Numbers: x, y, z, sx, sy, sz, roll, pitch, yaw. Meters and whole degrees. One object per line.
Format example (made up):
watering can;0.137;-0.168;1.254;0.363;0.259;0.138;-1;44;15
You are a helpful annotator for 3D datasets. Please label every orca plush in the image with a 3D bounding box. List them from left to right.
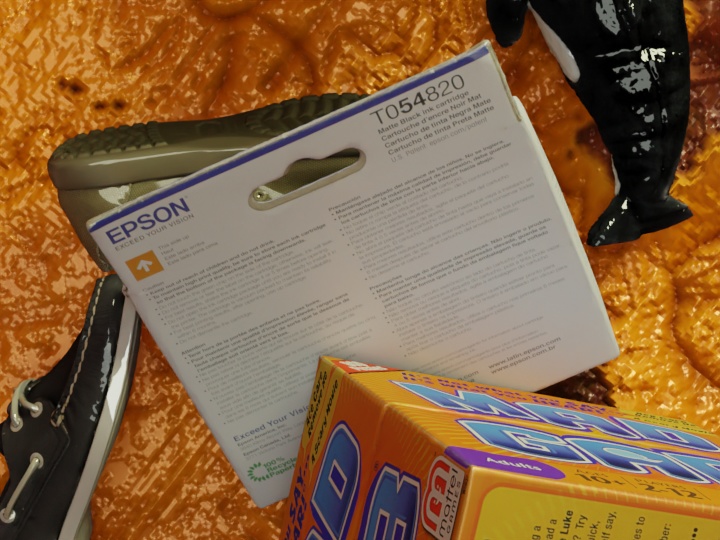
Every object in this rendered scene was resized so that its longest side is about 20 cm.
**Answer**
orca plush;0.112;-0.111;0.958;0.105;0.071;0.201;-1;95;3

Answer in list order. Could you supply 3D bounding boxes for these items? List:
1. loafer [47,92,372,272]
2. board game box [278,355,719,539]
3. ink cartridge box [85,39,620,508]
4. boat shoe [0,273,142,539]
loafer;-0.048;-0.040;0.976;0.199;0.076;0.068;-4;111;1
board game box;0.079;0.169;0.892;0.199;0.200;0.201;11;97;-20
ink cartridge box;0.000;0.000;0.941;0.199;0.041;0.200;-23;129;5
boat shoe;-0.151;0.089;0.985;0.060;0.074;0.201;17;112;-2
